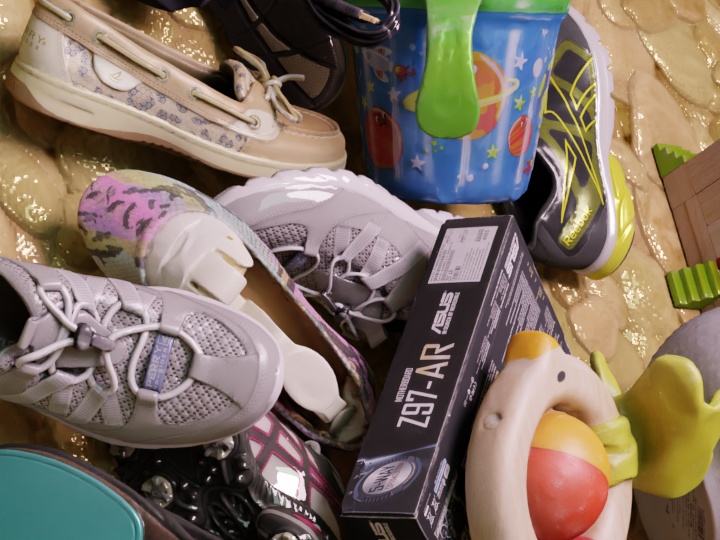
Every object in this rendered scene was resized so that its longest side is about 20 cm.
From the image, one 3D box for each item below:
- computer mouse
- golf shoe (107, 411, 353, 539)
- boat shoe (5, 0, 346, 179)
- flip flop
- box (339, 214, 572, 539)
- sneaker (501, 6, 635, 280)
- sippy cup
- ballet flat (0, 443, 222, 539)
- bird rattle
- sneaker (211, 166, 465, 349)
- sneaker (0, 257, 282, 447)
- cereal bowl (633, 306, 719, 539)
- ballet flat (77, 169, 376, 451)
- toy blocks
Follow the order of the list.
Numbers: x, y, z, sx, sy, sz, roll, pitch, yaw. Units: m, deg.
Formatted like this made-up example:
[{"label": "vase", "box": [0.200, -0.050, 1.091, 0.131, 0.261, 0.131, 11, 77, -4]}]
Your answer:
[{"label": "computer mouse", "box": [-0.065, -0.166, 0.941, 0.199, 0.034, 0.059, 18, 61, 24]}, {"label": "golf shoe", "box": [-0.062, 0.101, 0.857, 0.201, 0.077, 0.088, 56, 23, 4]}, {"label": "boat shoe", "box": [-0.089, -0.097, 0.922, 0.199, 0.063, 0.073, 13, 16, -31]}, {"label": "flip flop", "box": [-0.058, -0.186, 1.013, 0.057, 0.081, 0.201, -11, 72, -60]}, {"label": "box", "box": [0.064, 0.096, 0.904, 0.161, 0.043, 0.201, 62, 37, -40]}, {"label": "sneaker", "box": [0.117, -0.093, 1.083, 0.084, 0.074, 0.202, 3, 64, -39]}, {"label": "sippy cup", "box": [0.053, -0.108, 0.995, 0.177, 0.139, 0.132, -10, 106, -50]}, {"label": "ballet flat", "box": [-0.095, 0.143, 0.787, 0.199, 0.068, 0.068, 26, 83, 14]}, {"label": "bird rattle", "box": [0.099, 0.122, 0.861, 0.163, 0.112, 0.201, 44, 62, -38]}, {"label": "sneaker", "box": [0.000, 0.000, 0.945, 0.198, 0.075, 0.083, 12, 62, -29]}, {"label": "sneaker", "box": [-0.133, 0.037, 0.766, 0.198, 0.082, 0.076, 9, 85, -3]}, {"label": "cereal bowl", "box": [0.211, 0.121, 0.966, 0.083, 0.200, 0.202, -12, 71, -17]}, {"label": "ballet flat", "box": [-0.059, 0.022, 0.872, 0.200, 0.071, 0.069, 44, 85, -19]}, {"label": "toy blocks", "box": [0.283, -0.024, 1.129, 0.099, 0.137, 0.202, 4, 63, -35]}]
